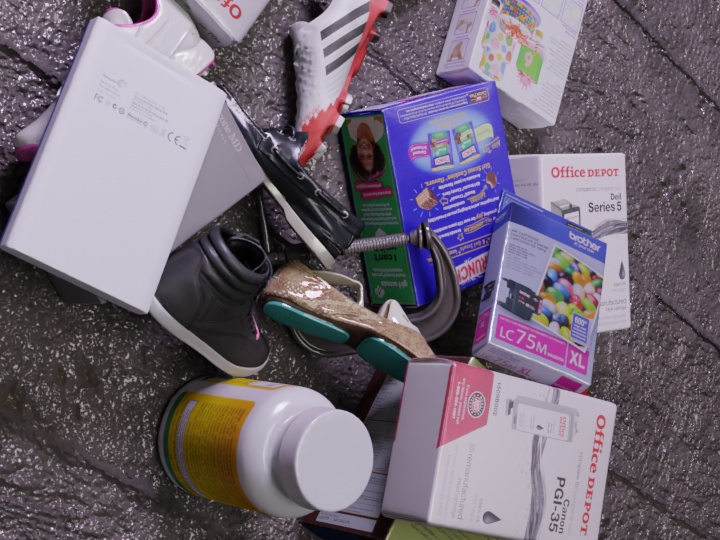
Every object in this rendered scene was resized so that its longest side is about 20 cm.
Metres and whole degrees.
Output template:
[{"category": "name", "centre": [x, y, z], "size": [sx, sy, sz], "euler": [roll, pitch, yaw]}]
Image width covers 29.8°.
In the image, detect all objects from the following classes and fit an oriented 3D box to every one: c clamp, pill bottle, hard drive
[{"category": "c clamp", "centre": [0.000, 0.000, 1.304], "size": [0.198, 0.027, 0.173], "euler": [-3, 101, -8]}, {"category": "pill bottle", "centre": [-0.082, 0.154, 1.181], "size": [0.112, 0.199, 0.114], "euler": [0, 91, -39]}, {"category": "hard drive", "centre": [-0.196, -0.083, 1.092], "size": [0.131, 0.025, 0.202], "euler": [29, 71, -33]}]

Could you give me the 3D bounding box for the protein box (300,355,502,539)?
[{"category": "protein box", "centre": [0.084, 0.220, 1.361], "size": [0.198, 0.134, 0.201], "euler": [42, 64, -32]}]

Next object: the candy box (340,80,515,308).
[{"category": "candy box", "centre": [0.077, -0.080, 1.391], "size": [0.168, 0.077, 0.202], "euler": [-18, 101, -39]}]

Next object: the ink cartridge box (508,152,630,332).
[{"category": "ink cartridge box", "centre": [0.223, -0.030, 1.507], "size": [0.145, 0.084, 0.202], "euler": [-5, 94, -39]}]

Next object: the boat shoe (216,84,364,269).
[{"category": "boat shoe", "centre": [-0.067, -0.099, 1.245], "size": [0.066, 0.075, 0.200], "euler": [-37, 94, -4]}]

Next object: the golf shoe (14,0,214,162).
[{"category": "golf shoe", "centre": [-0.219, -0.164, 1.141], "size": [0.200, 0.075, 0.092], "euler": [-39, 115, -29]}]

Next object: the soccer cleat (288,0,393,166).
[{"category": "soccer cleat", "centre": [-0.040, -0.196, 1.306], "size": [0.085, 0.069, 0.201], "euler": [24, 88, -4]}]

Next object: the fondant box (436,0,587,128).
[{"category": "fondant box", "centre": [0.173, -0.277, 1.481], "size": [0.144, 0.058, 0.202], "euler": [26, 73, -37]}]

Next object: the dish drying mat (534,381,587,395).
[{"category": "dish drying mat", "centre": [0.200, 0.163, 1.360], "size": [0.076, 0.018, 0.202], "euler": [16, 76, -39]}]

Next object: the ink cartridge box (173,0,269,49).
[{"category": "ink cartridge box", "centre": [-0.126, -0.320, 1.212], "size": [0.146, 0.086, 0.201], "euler": [46, 65, -31]}]

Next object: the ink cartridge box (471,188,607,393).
[{"category": "ink cartridge box", "centre": [0.184, 0.014, 1.354], "size": [0.118, 0.042, 0.201], "euler": [23, 55, -15]}]

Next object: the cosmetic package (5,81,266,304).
[{"category": "cosmetic package", "centre": [-0.190, -0.068, 1.164], "size": [0.200, 0.090, 0.107], "euler": [-41, 113, -28]}]

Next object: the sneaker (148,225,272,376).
[{"category": "sneaker", "centre": [-0.106, 0.028, 1.194], "size": [0.099, 0.071, 0.200], "euler": [-35, 148, 9]}]

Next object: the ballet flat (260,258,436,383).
[{"category": "ballet flat", "centre": [0.003, 0.047, 1.275], "size": [0.199, 0.070, 0.066], "euler": [29, 64, -15]}]

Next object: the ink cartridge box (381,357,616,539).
[{"category": "ink cartridge box", "centre": [0.132, 0.172, 1.248], "size": [0.199, 0.083, 0.148], "euler": [15, 80, -30]}]
